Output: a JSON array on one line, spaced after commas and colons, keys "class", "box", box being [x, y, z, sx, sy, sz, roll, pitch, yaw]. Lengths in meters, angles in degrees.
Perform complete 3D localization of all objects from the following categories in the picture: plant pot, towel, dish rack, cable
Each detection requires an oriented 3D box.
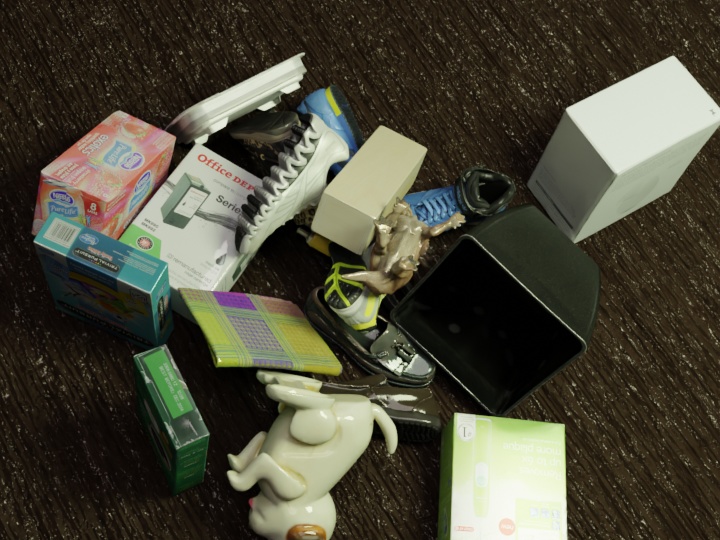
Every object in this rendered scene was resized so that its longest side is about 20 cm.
[{"class": "plant pot", "box": [0.197, 0.032, 1.317, 0.200, 0.200, 0.177, 44, 46, 4]}, {"class": "towel", "box": [-0.123, 0.079, 1.267, 0.199, 0.023, 0.144, 10, 32, -43]}, {"class": "dish rack", "box": [-0.170, -0.232, 1.420, 0.200, 0.172, 0.044, -32, 97, -20]}, {"class": "cable", "box": [0.008, -0.018, 1.416, 0.200, 0.050, 0.097, 45, 49, 0]}]

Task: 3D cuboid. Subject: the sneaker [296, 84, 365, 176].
[{"class": "sneaker", "box": [-0.030, -0.166, 1.465, 0.078, 0.066, 0.201, -28, 79, 17]}]

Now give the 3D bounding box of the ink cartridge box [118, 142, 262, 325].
[{"class": "ink cartridge box", "box": [-0.216, -0.051, 1.360, 0.146, 0.084, 0.200, 30, 65, 5]}]

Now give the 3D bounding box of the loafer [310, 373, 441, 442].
[{"class": "loafer", "box": [0.007, 0.170, 1.305, 0.199, 0.073, 0.072, 13, 52, -6]}]

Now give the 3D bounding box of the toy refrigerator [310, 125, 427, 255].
[{"class": "toy refrigerator", "box": [0.013, -0.107, 1.330, 0.076, 0.070, 0.200, 27, 39, 6]}]

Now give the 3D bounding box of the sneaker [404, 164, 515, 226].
[{"class": "sneaker", "box": [0.119, -0.093, 1.406, 0.199, 0.111, 0.077, -9, 75, -17]}]

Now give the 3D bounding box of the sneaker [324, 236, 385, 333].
[{"class": "sneaker", "box": [0.000, 0.000, 1.332, 0.075, 0.077, 0.200, -11, 38, 25]}]

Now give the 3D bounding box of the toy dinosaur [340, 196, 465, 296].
[{"class": "toy dinosaur", "box": [0.046, -0.016, 1.268, 0.086, 0.136, 0.200, 37, 53, 7]}]

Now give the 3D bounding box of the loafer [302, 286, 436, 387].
[{"class": "loafer", "box": [0.012, 0.088, 1.341, 0.199, 0.063, 0.072, 30, 64, 6]}]

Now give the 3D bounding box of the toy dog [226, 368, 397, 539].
[{"class": "toy dog", "box": [-0.068, 0.235, 1.204, 0.193, 0.139, 0.201, 14, 92, -22]}]

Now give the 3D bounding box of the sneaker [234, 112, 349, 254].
[{"class": "sneaker", "box": [-0.089, -0.098, 1.291, 0.081, 0.075, 0.200, 31, 99, -27]}]

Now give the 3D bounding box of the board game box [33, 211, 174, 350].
[{"class": "board game box", "box": [-0.310, 0.022, 1.248, 0.150, 0.200, 0.047, 24, 64, 4]}]

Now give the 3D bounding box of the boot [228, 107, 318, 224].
[{"class": "boot", "box": [-0.106, -0.145, 1.409, 0.073, 0.200, 0.151, -34, 110, -18]}]

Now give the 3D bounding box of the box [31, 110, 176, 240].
[{"class": "box", "box": [-0.330, -0.114, 1.320, 0.094, 0.103, 0.200, 23, 34, 4]}]

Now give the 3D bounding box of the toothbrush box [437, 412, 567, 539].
[{"class": "toothbrush box", "box": [0.175, 0.290, 1.258, 0.145, 0.086, 0.201, 7, 65, -5]}]

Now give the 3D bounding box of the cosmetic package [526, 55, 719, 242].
[{"class": "cosmetic package", "box": [0.370, -0.169, 1.439, 0.199, 0.200, 0.123, -27, 71, -20]}]

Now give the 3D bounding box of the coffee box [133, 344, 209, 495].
[{"class": "coffee box", "box": [-0.222, 0.179, 1.188, 0.044, 0.200, 0.123, -22, 68, -21]}]
